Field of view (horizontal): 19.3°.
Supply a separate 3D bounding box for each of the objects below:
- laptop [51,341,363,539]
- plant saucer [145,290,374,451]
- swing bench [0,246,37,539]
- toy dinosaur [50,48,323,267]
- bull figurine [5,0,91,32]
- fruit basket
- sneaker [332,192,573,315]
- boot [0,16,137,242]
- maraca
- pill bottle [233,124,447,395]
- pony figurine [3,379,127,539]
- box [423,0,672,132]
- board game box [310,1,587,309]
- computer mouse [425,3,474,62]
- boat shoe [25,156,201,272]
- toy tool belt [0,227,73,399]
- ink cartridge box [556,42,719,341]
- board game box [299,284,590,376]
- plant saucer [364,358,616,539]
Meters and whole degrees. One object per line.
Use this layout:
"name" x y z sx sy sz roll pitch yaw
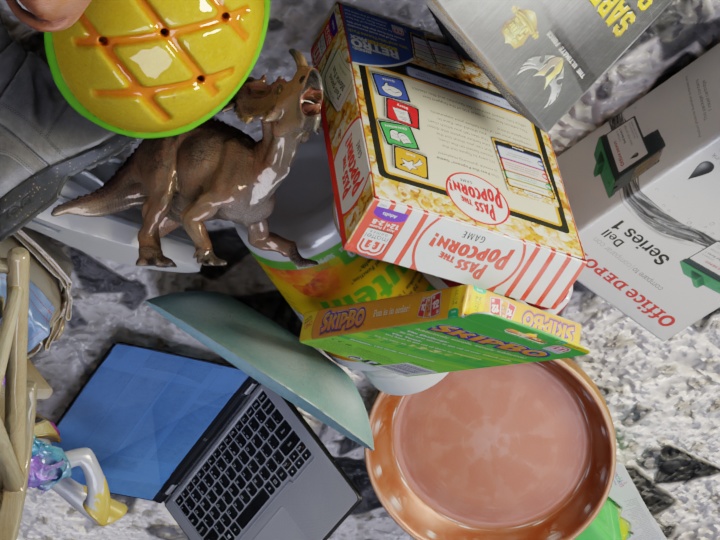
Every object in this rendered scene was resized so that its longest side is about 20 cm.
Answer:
"laptop" -0.135 0.170 1.669 0.116 0.200 0.187 -23 159 -47
"plant saucer" -0.065 0.062 1.544 0.201 0.200 0.039 37 82 -37
"swing bench" -0.320 0.085 1.388 0.197 0.131 0.201 7 140 -1
"toy dinosaur" -0.099 -0.070 1.373 0.198 0.137 0.086 -1 179 22
"bull figurine" -0.147 -0.235 1.216 0.121 0.065 0.200 40 84 0
"fruit basket" 0.165 0.234 1.802 0.184 0.094 0.200 -19 145 15
"sneaker" 0.071 -0.019 1.396 0.112 0.072 0.200 16 173 36
"boot" -0.204 -0.123 1.364 0.200 0.070 0.132 -38 101 -9
"maraca" -0.116 -0.177 1.293 0.136 0.107 0.201 18 105 -19
"pill bottle" 0.000 0.000 1.497 0.110 0.112 0.200 -19 136 15
"pony figurine" -0.291 0.156 1.617 0.192 0.167 0.201 -31 116 -9
"box" 0.107 -0.204 1.276 0.158 0.048 0.200 -46 131 -2
"board game box" 0.053 -0.076 1.350 0.150 0.201 0.046 16 128 -21
"computer mouse" 0.070 -0.191 1.336 0.138 0.053 0.200 -21 136 15
"boat shoe" -0.194 -0.055 1.451 0.199 0.069 0.072 20 167 -15
"toy tool belt" -0.293 0.008 1.467 0.199 0.124 0.125 30 127 -32
"ink cartridge box" 0.238 -0.055 1.480 0.146 0.085 0.200 32 126 -33
"board game box" 0.054 0.041 1.372 0.095 0.030 0.199 19 166 -32
"plant saucer" 0.102 0.138 1.670 0.198 0.032 0.202 3 113 6
